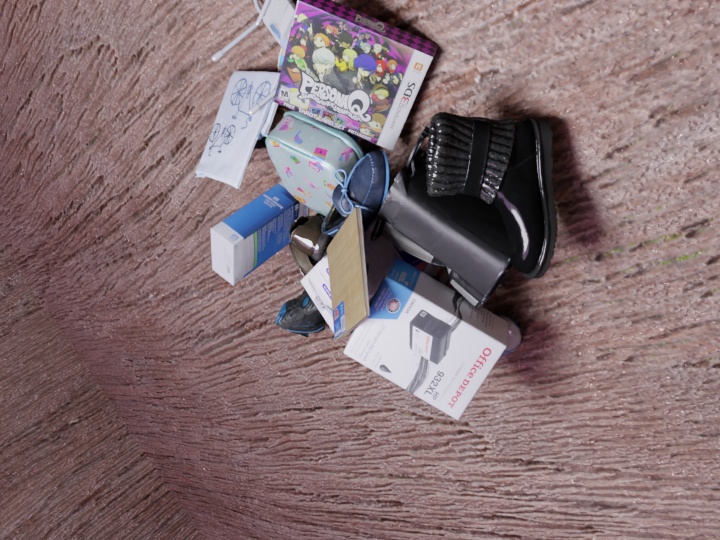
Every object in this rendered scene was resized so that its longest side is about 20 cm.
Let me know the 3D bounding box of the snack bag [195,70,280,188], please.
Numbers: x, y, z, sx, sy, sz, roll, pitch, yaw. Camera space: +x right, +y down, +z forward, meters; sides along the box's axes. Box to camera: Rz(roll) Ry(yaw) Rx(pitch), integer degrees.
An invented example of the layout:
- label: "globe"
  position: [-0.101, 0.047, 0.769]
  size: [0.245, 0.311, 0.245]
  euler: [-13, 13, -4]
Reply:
- label: "snack bag"
  position: [-0.200, -0.236, 1.284]
  size: [0.021, 0.203, 0.188]
  euler: [21, 180, -36]

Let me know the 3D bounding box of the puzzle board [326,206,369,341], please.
- label: "puzzle board"
  position: [-0.017, 0.012, 1.135]
  size: [0.200, 0.017, 0.153]
  euler: [132, 134, -70]

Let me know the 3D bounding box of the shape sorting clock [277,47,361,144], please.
- label: "shape sorting clock"
  position: [-0.065, -0.277, 1.226]
  size: [0.198, 0.039, 0.202]
  euler: [29, 139, 29]

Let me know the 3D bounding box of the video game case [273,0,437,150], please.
- label: "video game case"
  position: [-0.013, -0.277, 1.097]
  size: [0.197, 0.036, 0.182]
  euler: [22, 140, -4]

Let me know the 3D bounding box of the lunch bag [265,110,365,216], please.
- label: "lunch bag"
  position: [-0.056, -0.158, 1.242]
  size: [0.159, 0.078, 0.201]
  euler: [25, 162, 22]

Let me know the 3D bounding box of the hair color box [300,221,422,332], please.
- label: "hair color box"
  position: [0.000, 0.000, 1.282]
  size: [0.200, 0.064, 0.110]
  euler: [-43, 75, 32]

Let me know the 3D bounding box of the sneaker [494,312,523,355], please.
- label: "sneaker"
  position: [0.189, 0.125, 1.265]
  size: [0.072, 0.072, 0.199]
  euler: [55, 144, -2]

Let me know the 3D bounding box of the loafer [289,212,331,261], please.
- label: "loafer"
  position: [-0.084, -0.071, 1.325]
  size: [0.070, 0.074, 0.200]
  euler: [26, -174, -6]

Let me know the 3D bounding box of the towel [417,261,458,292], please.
- label: "towel"
  position: [0.087, 0.000, 1.314]
  size: [0.200, 0.023, 0.145]
  euler: [44, 145, 13]

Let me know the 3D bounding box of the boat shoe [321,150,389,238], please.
- label: "boat shoe"
  position: [-0.010, -0.098, 1.140]
  size: [0.201, 0.067, 0.085]
  euler: [114, 152, -51]

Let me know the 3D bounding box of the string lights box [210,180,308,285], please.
- label: "string lights box"
  position: [-0.176, -0.073, 1.390]
  size: [0.059, 0.200, 0.104]
  euler: [33, 141, 21]

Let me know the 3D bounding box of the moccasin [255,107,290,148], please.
- label: "moccasin"
  position: [-0.168, -0.257, 1.332]
  size: [0.074, 0.078, 0.201]
  euler: [49, 165, -25]

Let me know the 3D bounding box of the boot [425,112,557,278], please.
- label: "boot"
  position: [0.161, -0.094, 0.984]
  size: [0.079, 0.155, 0.215]
  euler: [-172, 79, -79]

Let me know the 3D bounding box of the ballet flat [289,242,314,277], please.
- label: "ballet flat"
  position: [-0.080, 0.012, 1.461]
  size: [0.201, 0.046, 0.067]
  euler: [59, -175, 33]

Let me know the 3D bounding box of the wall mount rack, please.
- label: "wall mount rack"
  position: [-0.143, -0.347, 1.183]
  size: [0.201, 0.074, 0.174]
  euler: [56, 137, 16]

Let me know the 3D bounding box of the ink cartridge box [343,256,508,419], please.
- label: "ink cartridge box"
  position: [0.097, 0.100, 1.135]
  size: [0.198, 0.084, 0.146]
  euler: [30, 114, 1]

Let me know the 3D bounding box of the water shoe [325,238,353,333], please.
- label: "water shoe"
  position: [-0.014, 0.018, 1.404]
  size: [0.071, 0.078, 0.203]
  euler: [-29, 72, 51]

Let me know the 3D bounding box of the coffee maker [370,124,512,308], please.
- label: "coffee maker"
  position: [0.132, -0.064, 1.088]
  size: [0.198, 0.135, 0.193]
  euler: [33, 161, 9]

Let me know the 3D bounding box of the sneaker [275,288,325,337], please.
- label: "sneaker"
  position: [-0.091, 0.079, 1.561]
  size: [0.081, 0.074, 0.199]
  euler: [32, 148, -21]

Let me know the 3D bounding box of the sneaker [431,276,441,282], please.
- label: "sneaker"
  position: [0.108, 0.067, 1.272]
  size: [0.077, 0.091, 0.200]
  euler: [13, 158, -2]
